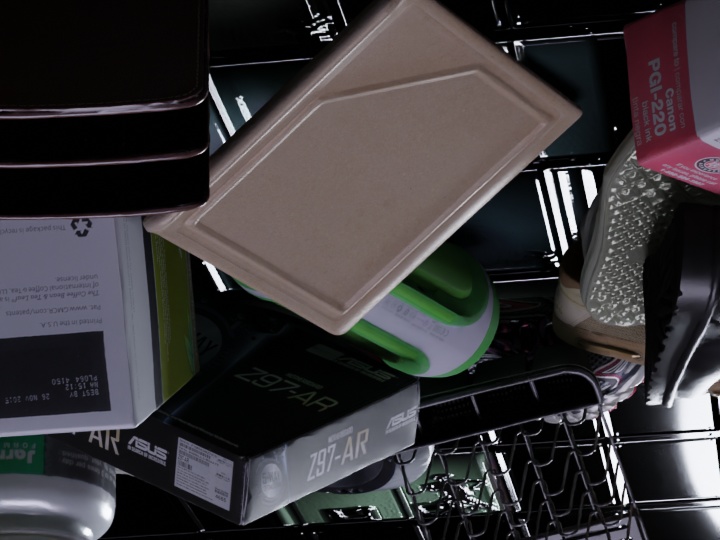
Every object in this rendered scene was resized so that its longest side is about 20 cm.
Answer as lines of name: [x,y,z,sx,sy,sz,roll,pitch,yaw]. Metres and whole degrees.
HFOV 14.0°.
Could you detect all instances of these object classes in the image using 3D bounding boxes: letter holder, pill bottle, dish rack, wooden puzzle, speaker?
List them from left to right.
letter holder: [-0.171,-0.072,1.384,0.200,0.142,0.101,0,123,-3]
pill bottle: [-0.205,0.106,1.787,0.113,0.200,0.113,-1,158,-1]
speaker: [0.000,0.000,1.687,0.088,0.088,0.200,-15,154,30]
wooden puzzle: [0.002,-0.059,1.527,0.185,0.037,0.200,-42,146,14]
dish rack: [0.096,0.140,1.814,0.153,0.055,0.200,-14,121,12]

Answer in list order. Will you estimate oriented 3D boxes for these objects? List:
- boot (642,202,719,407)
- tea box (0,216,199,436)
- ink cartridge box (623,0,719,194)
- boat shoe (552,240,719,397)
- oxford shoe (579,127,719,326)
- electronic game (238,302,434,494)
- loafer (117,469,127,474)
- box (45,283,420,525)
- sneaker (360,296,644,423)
boot: [0.235,0.027,1.572,0.158,0.079,0.211,4,164,-2]
tea box: [-0.202,0.012,1.550,0.200,0.134,0.197,-4,-175,6]
ink cartridge box: [0.253,-0.101,1.452,0.146,0.085,0.200,17,151,-40]
boat shoe: [0.213,0.038,1.746,0.200,0.071,0.065,18,129,13]
oxford shoe: [0.165,-0.047,1.628,0.075,0.058,0.200,9,142,-7]
electronic game: [-0.047,0.083,1.880,0.200,0.042,0.200,19,151,11]
loafer: [-0.119,0.110,1.994,0.200,0.070,0.070,6,-177,-24]
box: [-0.091,0.072,1.697,0.200,0.044,0.160,22,-152,33]
sneaker: [0.088,0.053,1.831,0.200,0.081,0.075,-9,154,21]
